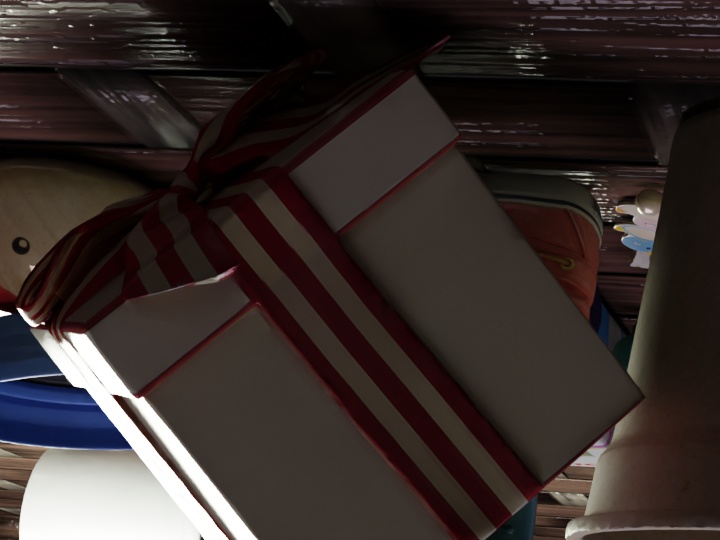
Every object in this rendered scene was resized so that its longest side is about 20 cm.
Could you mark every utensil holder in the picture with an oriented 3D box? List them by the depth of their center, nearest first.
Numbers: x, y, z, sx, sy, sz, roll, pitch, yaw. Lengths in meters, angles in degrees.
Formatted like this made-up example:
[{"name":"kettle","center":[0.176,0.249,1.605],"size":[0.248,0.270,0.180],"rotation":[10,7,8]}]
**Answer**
[{"name":"utensil holder","center":[-0.221,0.259,2.351],"size":[0.200,0.170,0.170],"rotation":[4,169,19]}]

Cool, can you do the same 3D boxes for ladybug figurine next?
[{"name":"ladybug figurine","center":[-0.170,-0.008,1.231],"size":[0.136,0.072,0.200],"rotation":[7,169,-13]}]

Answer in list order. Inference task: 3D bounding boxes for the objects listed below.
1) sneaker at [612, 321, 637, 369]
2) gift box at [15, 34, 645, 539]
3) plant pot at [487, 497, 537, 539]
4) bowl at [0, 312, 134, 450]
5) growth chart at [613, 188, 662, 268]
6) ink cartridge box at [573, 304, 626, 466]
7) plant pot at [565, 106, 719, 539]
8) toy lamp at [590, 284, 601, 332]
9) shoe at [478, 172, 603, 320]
[{"name":"sneaker","center":[0.214,0.062,1.399],"size":[0.121,0.084,0.200],"rotation":[-4,170,-3]},{"name":"gift box","center":[-0.012,0.021,0.931],"size":[0.187,0.185,0.200],"rotation":[52,162,-8]},{"name":"plant pot","center":[0.023,0.209,1.960],"size":[0.196,0.200,0.200],"rotation":[8,171,25]},{"name":"bowl","center":[-0.129,0.059,1.246],"size":[0.201,0.039,0.201],"rotation":[-1,165,0]},{"name":"growth chart","center":[0.203,-0.009,1.200],"size":[0.145,0.018,0.200],"rotation":[4,168,9]},{"name":"ink cartridge box","center":[0.093,0.071,1.475],"size":[0.144,0.085,0.200],"rotation":[2,169,16]},{"name":"plant pot","center":[0.192,0.031,0.978],"size":[0.200,0.184,0.200],"rotation":[4,169,1]},{"name":"toy lamp","center":[0.040,0.024,1.343],"size":[0.200,0.058,0.058],"rotation":[-7,164,36]},{"name":"shoe","center":[0.015,0.003,1.108],"size":[0.200,0.091,0.071],"rotation":[1,138,7]}]
